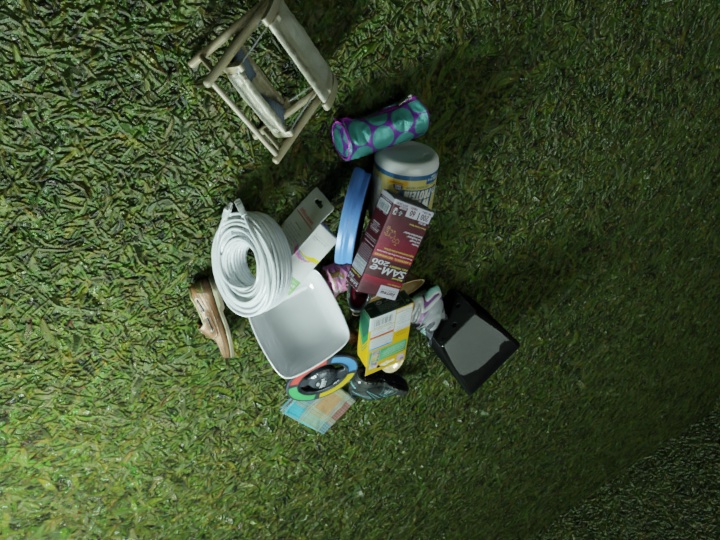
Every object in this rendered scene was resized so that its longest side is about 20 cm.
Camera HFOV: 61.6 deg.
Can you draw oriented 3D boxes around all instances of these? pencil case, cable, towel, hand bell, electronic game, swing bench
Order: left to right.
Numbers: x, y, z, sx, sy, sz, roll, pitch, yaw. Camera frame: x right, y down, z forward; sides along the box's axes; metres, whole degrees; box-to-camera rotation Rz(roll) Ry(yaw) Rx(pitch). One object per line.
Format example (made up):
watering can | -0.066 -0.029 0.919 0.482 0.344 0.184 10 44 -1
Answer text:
cable | -0.218 -0.015 1.196 0.068 0.202 0.201 -16 152 -50
swing bench | -0.154 -0.342 1.050 0.200 0.130 0.199 -44 134 1
towel | -0.110 0.367 1.653 0.147 0.022 0.200 -45 134 3
electronic game | -0.096 0.267 1.516 0.194 0.042 0.203 -19 146 -13
pencil case | 0.000 0.000 1.425 0.195 0.083 0.089 -20 131 -21
hand bell | 0.017 0.188 1.563 0.197 0.105 0.105 26 106 -38
pencil case | 0.040 -0.296 1.241 0.195 0.085 0.094 -24 131 -17

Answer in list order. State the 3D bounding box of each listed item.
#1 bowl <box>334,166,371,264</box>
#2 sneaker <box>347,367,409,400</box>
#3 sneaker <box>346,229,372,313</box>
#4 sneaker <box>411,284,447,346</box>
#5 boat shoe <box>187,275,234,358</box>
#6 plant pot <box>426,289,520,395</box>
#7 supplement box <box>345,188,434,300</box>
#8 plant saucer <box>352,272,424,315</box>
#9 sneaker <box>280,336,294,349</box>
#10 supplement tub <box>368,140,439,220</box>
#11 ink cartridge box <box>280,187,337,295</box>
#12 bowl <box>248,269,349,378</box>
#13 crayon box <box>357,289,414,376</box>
bowl | -0.013 -0.112 1.268 0.038 0.202 0.206 12 120 2
sneaker | 0.050 0.325 1.707 0.195 0.076 0.080 16 124 -31
sneaker | 0.018 0.005 1.319 0.074 0.084 0.206 13 114 -2
sneaker | 0.146 0.137 1.580 0.195 0.078 0.144 -23 95 -16
boat shoe | -0.321 0.107 1.304 0.066 0.072 0.206 -17 120 -16
plant pot | 0.284 0.178 1.672 0.199 0.201 0.177 -44 124 3
supplement box | 0.059 -0.050 1.236 0.106 0.061 0.205 13 108 -33
plant saucer | 0.063 0.052 1.481 0.195 0.036 0.201 -23 167 -5
sneaker | -0.120 0.163 1.485 0.197 0.070 0.078 19 93 -46
supplement tub | 0.091 -0.166 1.324 0.141 0.145 0.205 -12 127 -25
ink cartridge box | -0.122 -0.063 1.274 0.200 0.117 0.067 -47 129 5
bowl | -0.142 0.121 1.376 0.196 0.075 0.204 -29 92 -12
crayon box | 0.057 0.154 1.480 0.123 0.052 0.204 -18 135 -25
